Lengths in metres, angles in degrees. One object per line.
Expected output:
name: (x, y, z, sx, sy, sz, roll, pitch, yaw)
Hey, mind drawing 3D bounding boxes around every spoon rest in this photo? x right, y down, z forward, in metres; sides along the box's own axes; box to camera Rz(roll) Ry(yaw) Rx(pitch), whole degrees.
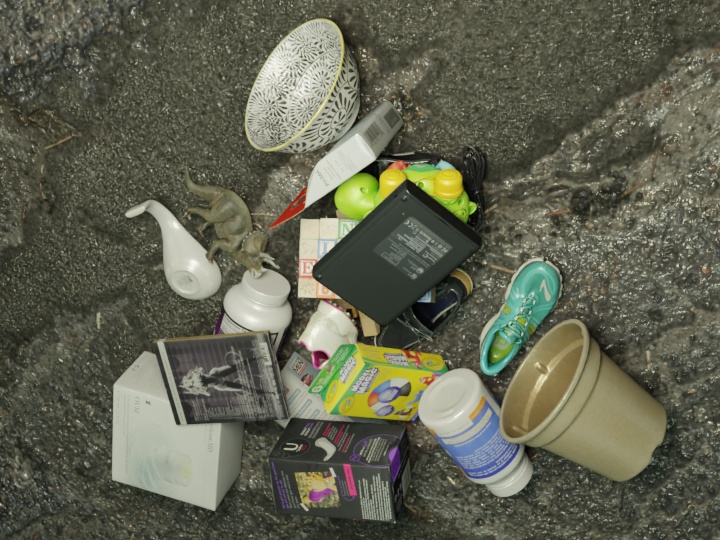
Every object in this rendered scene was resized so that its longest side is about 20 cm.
spoon rest: (-0.297, -0.034, 1.683, 0.098, 0.061, 0.201, -17, 121, 26)

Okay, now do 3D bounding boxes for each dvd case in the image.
dvd case: (-0.217, 0.170, 1.634, 0.198, 0.016, 0.150, -6, 111, 18)

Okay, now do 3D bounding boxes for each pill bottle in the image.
pill bottle: (-0.176, 0.099, 1.664, 0.111, 0.113, 0.202, 24, 119, 6)
pill bottle: (0.183, 0.255, 1.605, 0.111, 0.113, 0.201, -23, 121, 26)

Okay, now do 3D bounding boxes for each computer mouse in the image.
computer mouse: (0.088, -0.109, 1.522, 0.197, 0.046, 0.142, -6, 112, 11)

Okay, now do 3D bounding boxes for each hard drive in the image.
hard drive: (0.047, -0.018, 1.423, 0.139, 0.033, 0.200, 35, 123, -22)

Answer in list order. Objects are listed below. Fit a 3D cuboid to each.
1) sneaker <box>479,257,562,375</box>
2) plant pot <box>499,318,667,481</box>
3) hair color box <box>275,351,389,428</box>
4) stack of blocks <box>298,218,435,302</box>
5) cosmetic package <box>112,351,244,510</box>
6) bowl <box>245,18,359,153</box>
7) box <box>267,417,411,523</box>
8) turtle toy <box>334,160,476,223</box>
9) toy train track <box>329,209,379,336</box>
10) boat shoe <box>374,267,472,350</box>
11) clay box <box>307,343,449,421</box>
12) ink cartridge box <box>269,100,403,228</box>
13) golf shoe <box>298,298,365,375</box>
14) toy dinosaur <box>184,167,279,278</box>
sneaker: (0.234, 0.073, 1.535, 0.077, 0.080, 0.201, 27, 119, 4)
plant pot: (0.333, 0.204, 1.514, 0.183, 0.201, 0.201, 32, 120, -11)
hair color box: (-0.063, 0.238, 1.721, 0.199, 0.061, 0.099, 37, 119, -2)
stack of blocks: (0.012, -0.015, 1.532, 0.197, 0.059, 0.117, 2, 89, 12)
cosmetic package: (-0.309, 0.273, 1.784, 0.198, 0.123, 0.201, 13, 117, 10)
bowl: (-0.063, -0.237, 1.456, 0.200, 0.202, 0.094, -36, 134, 29)
box: (-0.030, 0.311, 1.639, 0.198, 0.122, 0.107, 2, 114, 17)
turtle toy: (0.062, -0.093, 1.448, 0.197, 0.102, 0.147, 1, 129, 4)
toy train track: (0.000, 0.000, 1.606, 0.114, 0.032, 0.202, -6, 104, 28)
boat shoe: (0.089, 0.070, 1.592, 0.075, 0.062, 0.200, 45, 121, -8)
clay box: (0.028, 0.173, 1.600, 0.198, 0.048, 0.115, 9, 128, -37)
ink cartridge box: (-0.043, -0.151, 1.476, 0.199, 0.160, 0.047, -30, 104, 28)
golf shoe: (-0.032, 0.132, 1.615, 0.075, 0.092, 0.201, 23, 155, 45)
toy dinosaur: (-0.207, -0.075, 1.628, 0.101, 0.077, 0.202, -25, 91, 8)
